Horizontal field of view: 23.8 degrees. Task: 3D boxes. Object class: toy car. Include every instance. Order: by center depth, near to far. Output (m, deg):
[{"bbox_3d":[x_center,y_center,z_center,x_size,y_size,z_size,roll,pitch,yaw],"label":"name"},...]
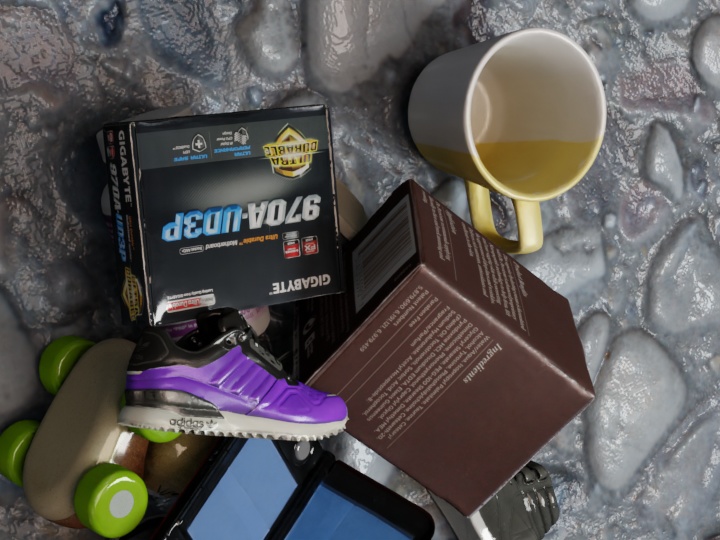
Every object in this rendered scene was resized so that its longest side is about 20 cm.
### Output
[{"bbox_3d":[-0.171,0.161,1.433,0.200,0.164,0.159,33,79,-40],"label":"toy car"}]

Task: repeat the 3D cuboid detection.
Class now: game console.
[{"bbox_3d":[-0.053,0.216,1.379,0.200,0.118,0.173,-56,138,-31],"label":"game console"}]

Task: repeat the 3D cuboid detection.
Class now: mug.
[{"bbox_3d":[0.112,-0.125,1.551,0.149,0.153,0.188,24,84,-29],"label":"mug"}]

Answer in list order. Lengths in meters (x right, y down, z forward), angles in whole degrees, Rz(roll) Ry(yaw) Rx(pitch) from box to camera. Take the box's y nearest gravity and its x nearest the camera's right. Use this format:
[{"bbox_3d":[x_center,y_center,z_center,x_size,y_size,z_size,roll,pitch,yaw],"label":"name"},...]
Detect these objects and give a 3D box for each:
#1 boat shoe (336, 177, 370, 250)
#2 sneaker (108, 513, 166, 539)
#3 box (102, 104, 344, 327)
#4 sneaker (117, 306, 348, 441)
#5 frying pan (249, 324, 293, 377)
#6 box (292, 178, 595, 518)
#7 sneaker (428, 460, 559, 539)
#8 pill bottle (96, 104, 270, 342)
[{"bbox_3d":[0.000,0.000,1.569,0.062,0.073,0.200,-26,120,21],"label":"boat shoe"},{"bbox_3d":[-0.190,0.271,1.420,0.076,0.114,0.200,50,49,-9],"label":"sneaker"},{"bbox_3d":[-0.107,-0.047,1.375,0.199,0.046,0.160,-9,97,-40],"label":"box"},{"bbox_3d":[-0.090,0.079,1.326,0.199,0.069,0.100,8,83,-36],"label":"sneaker"},{"bbox_3d":[-0.068,0.093,1.484,0.115,0.031,0.191,-38,153,-39],"label":"frying pan"},{"bbox_3d":[0.067,0.065,1.469,0.200,0.166,0.164,37,111,-19],"label":"box"},{"bbox_3d":[0.122,0.196,1.640,0.099,0.071,0.201,-40,116,-23],"label":"sneaker"},{"bbox_3d":[-0.153,-0.032,1.439,0.112,0.112,0.201,-23,106,-25],"label":"pill bottle"}]
